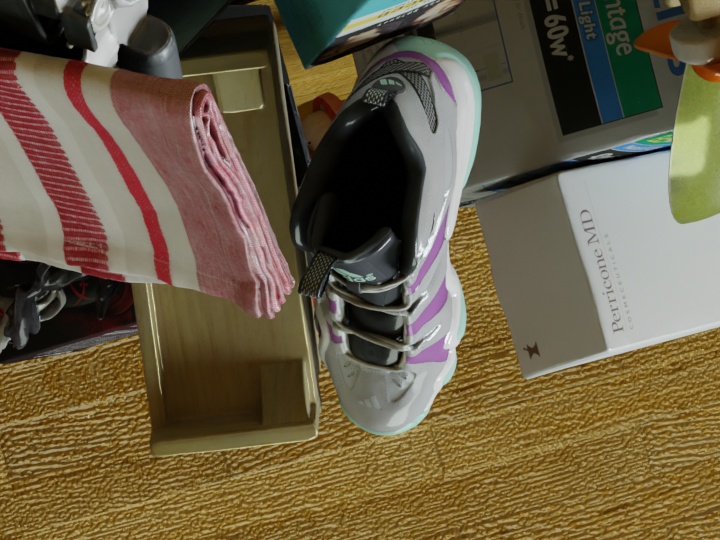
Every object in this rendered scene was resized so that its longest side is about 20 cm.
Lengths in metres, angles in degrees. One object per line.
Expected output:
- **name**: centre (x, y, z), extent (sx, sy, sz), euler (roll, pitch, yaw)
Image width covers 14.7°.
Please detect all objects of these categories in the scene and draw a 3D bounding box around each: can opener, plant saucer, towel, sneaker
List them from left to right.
- **towel**: centre (-0.134, -0.042, 1.123), extent (0.200, 0.023, 0.144), euler (11, 150, 22)
- **can opener**: centre (-0.103, -0.081, 1.115), extent (0.066, 0.053, 0.200), euler (20, 153, 20)
- **sneaker**: centre (0.000, 0.000, 1.293), extent (0.078, 0.200, 0.140), euler (8, -159, 15)
- **plant saucer**: centre (0.196, -0.115, 1.357), extent (0.031, 0.200, 0.200), euler (16, -174, 16)

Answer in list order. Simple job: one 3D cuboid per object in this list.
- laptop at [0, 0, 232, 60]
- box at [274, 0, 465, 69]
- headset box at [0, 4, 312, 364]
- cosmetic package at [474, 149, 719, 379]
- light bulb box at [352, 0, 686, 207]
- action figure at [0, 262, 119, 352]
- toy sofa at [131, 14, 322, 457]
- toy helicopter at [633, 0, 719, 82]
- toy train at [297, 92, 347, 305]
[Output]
- **laptop**: centre (-0.164, -0.114, 1.230), extent (0.187, 0.116, 0.200), euler (-18, 149, 41)
- **box**: centre (0.018, -0.140, 1.229), extent (0.082, 0.049, 0.200), euler (-22, 178, -11)
- **headset box**: centre (-0.110, -0.047, 1.461), extent (0.200, 0.149, 0.075), euler (-16, 177, 31)
- **cosmetic package**: centre (0.166, -0.013, 1.535), extent (0.200, 0.102, 0.071), euler (-13, 176, -41)
- **light bulb box**: centre (0.128, -0.118, 1.553), extent (0.200, 0.125, 0.198), euler (-15, 177, 26)
- **action figure**: centre (-0.178, -0.029, 1.399), extent (0.200, 0.119, 0.102), euler (13, 154, -8)
- **toy sofa**: centre (-0.071, -0.019, 1.335), extent (0.083, 0.200, 0.098), euler (-7, -163, 2)
- **toy helicopter**: centre (0.138, -0.135, 1.178), extent (0.079, 0.132, 0.200), euler (-19, 177, 4)
- **toy train**: centre (-0.058, -0.057, 1.526), extent (0.200, 0.056, 0.150), euler (25, -129, 22)
